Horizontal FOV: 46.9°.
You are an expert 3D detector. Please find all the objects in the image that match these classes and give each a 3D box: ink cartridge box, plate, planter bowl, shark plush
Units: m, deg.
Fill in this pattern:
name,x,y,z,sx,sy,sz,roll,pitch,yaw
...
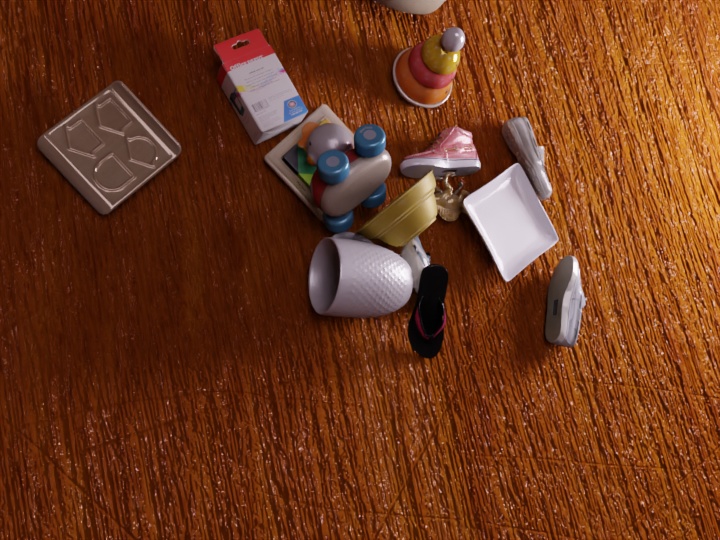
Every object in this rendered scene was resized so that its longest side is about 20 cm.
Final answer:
name,x,y,z,sx,sy,sz,roll,pitch,yaw
ink cartridge box,-0.209,-0.372,1.677,0.115,0.067,0.201,-28,86,-26
plate,0.323,-0.105,1.806,0.199,0.032,0.201,-34,98,-31
planter bowl,0.091,-0.106,1.645,0.200,0.200,0.084,-41,94,-25
shark plush,0.115,-0.022,1.723,0.083,0.091,0.202,4,56,-44

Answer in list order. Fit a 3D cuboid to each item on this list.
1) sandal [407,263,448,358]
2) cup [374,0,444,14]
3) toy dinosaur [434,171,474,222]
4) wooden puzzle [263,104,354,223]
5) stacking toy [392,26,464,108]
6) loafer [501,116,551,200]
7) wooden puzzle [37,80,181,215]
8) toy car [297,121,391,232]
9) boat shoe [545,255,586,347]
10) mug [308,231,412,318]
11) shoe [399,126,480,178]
name,x,y,z,sx,sy,sz,roll,pitch,yaw
sandal,0.137,0.087,1.640,0.074,0.045,0.202,0,113,-11
cup,0.120,-0.651,1.831,0.143,0.199,0.203,28,65,-39
toy dinosaur,0.177,-0.155,1.769,0.198,0.058,0.102,10,73,-18
wooden puzzle,-0.071,-0.224,1.705,0.185,0.037,0.200,46,65,-3
stacking toy,0.165,-0.450,1.768,0.144,0.200,0.148,5,74,-19
loafer,0.388,-0.257,1.872,0.069,0.070,0.202,-20,82,-16
wooden puzzle,-0.467,-0.228,1.553,0.185,0.046,0.200,46,69,-3
toy car,-0.059,-0.217,1.628,0.176,0.185,0.200,-37,62,-20
boat shoe,0.454,0.070,1.812,0.071,0.070,0.203,21,72,-26
mug,0.000,0.000,1.623,0.173,0.148,0.201,6,43,-27
shoe,0.166,-0.255,1.789,0.198,0.071,0.092,-5,75,-27
